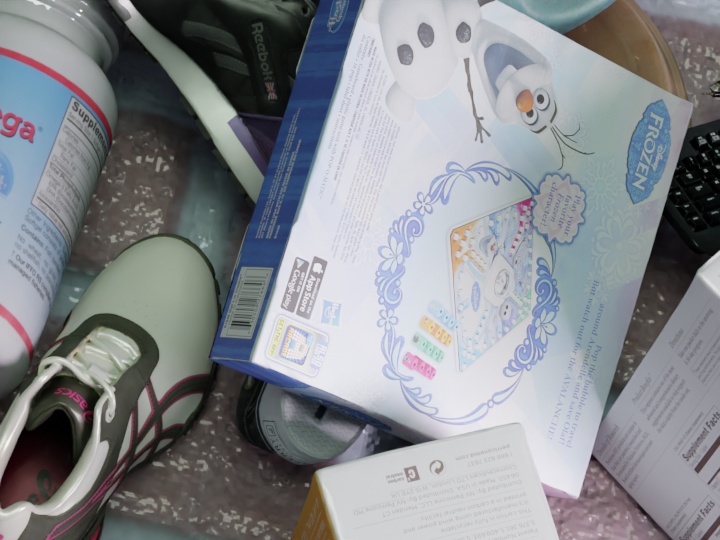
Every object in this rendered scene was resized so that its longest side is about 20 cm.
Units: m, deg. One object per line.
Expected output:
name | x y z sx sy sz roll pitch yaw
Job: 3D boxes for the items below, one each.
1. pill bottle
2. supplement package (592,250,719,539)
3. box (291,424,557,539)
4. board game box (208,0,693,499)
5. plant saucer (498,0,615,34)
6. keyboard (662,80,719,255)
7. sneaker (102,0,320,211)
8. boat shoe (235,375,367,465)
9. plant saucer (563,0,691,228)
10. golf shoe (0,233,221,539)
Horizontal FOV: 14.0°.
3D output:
pill bottle | -0.177 -0.048 1.362 0.108 0.109 0.201 18 64 -2
supplement package | 0.214 0.038 1.341 0.156 0.200 0.111 -38 77 -24
box | 0.044 0.189 1.277 0.097 0.125 0.201 -12 68 -15
board game box | 0.045 -0.021 1.345 0.198 0.043 0.201 24 78 -33
plant saucer | 0.103 -0.171 1.384 0.201 0.201 0.039 -32 59 -21
keyboard | 0.222 -0.074 1.456 0.199 0.040 0.104 -16 53 -30
sneaker | -0.057 -0.125 1.388 0.087 0.076 0.200 -30 112 16
boat shoe | 0.000 0.000 1.384 0.072 0.071 0.200 46 68 -27
plant saucer | 0.072 -0.085 1.469 0.199 0.029 0.201 4 66 -9
golf shoe | -0.118 0.059 1.337 0.077 0.088 0.201 26 63 4
